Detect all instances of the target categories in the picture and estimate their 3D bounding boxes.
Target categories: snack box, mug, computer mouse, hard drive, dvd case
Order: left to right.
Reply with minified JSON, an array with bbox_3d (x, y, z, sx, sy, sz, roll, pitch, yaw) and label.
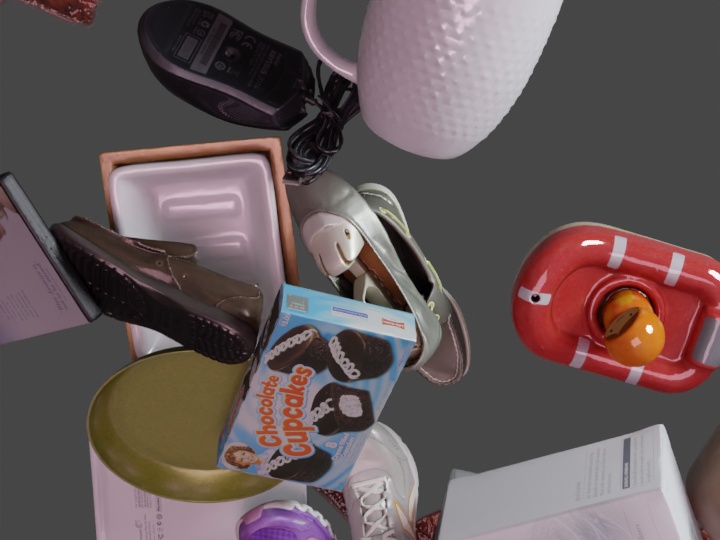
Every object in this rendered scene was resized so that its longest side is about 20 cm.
[{"bbox_3d":[-0.315,-0.004,1.456,0.200,0.018,0.143,-13,113,50],"label":"dvd case"},{"bbox_3d":[-0.149,0.207,1.579,0.200,0.026,0.132,0,108,2],"label":"hard drive"},{"bbox_3d":[-0.100,-0.155,1.423,0.200,0.139,0.053,29,143,-1],"label":"computer mouse"},{"bbox_3d":[-0.040,0.103,1.423,0.116,0.037,0.200,13,131,-12],"label":"snack box"},{"bbox_3d":[0.049,-0.197,1.377,0.200,0.148,0.175,22,114,0],"label":"mug"}]

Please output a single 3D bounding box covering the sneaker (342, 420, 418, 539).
[{"bbox_3d":[0.021,0.236,1.544,0.076,0.092,0.200,-12,101,7],"label":"sneaker"}]

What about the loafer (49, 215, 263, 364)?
[{"bbox_3d":[-0.169,0.009,1.416,0.200,0.071,0.073,29,142,2],"label":"loafer"}]

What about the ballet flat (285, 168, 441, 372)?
[{"bbox_3d":[0.000,0.000,1.422,0.067,0.064,0.200,-29,104,29],"label":"ballet flat"}]

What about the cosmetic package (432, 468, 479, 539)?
[{"bbox_3d":[0.170,0.261,1.560,0.200,0.071,0.102,13,110,-2],"label":"cosmetic package"}]

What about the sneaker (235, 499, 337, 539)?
[{"bbox_3d":[-0.046,0.296,1.549,0.080,0.089,0.200,-24,122,11],"label":"sneaker"}]

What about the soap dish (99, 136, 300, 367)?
[{"bbox_3d":[-0.133,-0.018,1.475,0.157,0.081,0.200,-5,108,4],"label":"soap dish"}]

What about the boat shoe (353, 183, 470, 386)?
[{"bbox_3d":[0.038,0.021,1.491,0.072,0.060,0.202,-24,106,10],"label":"boat shoe"}]

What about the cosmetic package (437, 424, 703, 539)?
[{"bbox_3d":[0.194,0.266,1.450,0.200,0.123,0.200,-17,108,16],"label":"cosmetic package"}]

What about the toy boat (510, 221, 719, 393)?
[{"bbox_3d":[0.229,0.042,1.453,0.200,0.131,0.131,15,108,-3],"label":"toy boat"}]

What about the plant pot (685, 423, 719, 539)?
[{"bbox_3d":[0.387,0.171,1.475,0.200,0.200,0.174,37,123,-9],"label":"plant pot"}]

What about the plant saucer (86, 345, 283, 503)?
[{"bbox_3d":[-0.140,0.131,1.493,0.200,0.031,0.200,0,133,0],"label":"plant saucer"}]
